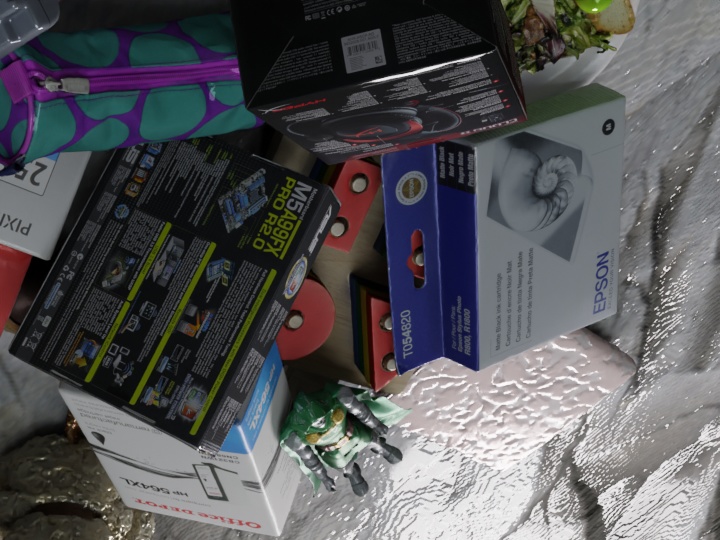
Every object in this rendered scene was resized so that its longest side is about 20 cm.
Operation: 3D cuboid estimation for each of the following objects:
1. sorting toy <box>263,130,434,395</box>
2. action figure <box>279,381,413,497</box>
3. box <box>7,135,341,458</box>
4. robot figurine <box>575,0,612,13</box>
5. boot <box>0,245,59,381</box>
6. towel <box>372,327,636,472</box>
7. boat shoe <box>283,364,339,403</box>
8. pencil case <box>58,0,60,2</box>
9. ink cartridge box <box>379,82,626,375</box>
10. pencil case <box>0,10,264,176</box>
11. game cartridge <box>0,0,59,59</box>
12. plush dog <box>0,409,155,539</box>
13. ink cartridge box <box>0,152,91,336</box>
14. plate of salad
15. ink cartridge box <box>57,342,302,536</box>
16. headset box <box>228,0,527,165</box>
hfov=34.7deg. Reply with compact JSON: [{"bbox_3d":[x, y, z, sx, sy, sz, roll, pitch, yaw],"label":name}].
[{"bbox_3d":[0.000,0.000,0.908,0.199,0.070,0.199,18,104,-29],"label":"sorting toy"},{"bbox_3d":[-0.017,0.135,0.930,0.118,0.055,0.200,-45,154,-4],"label":"action figure"},{"bbox_3d":[-0.128,0.005,0.806,0.160,0.201,0.044,23,170,15],"label":"box"},{"bbox_3d":[0.166,-0.254,0.722,0.199,0.116,0.176,-12,124,-13],"label":"robot figurine"},{"bbox_3d":[-0.204,0.001,0.914,0.166,0.072,0.200,-30,134,-1],"label":"boot"},{"bbox_3d":[0.138,0.106,1.114,0.200,0.032,0.191,29,120,-34],"label":"towel"},{"bbox_3d":[-0.026,0.053,0.999,0.073,0.063,0.200,34,98,-27],"label":"boat shoe"},{"bbox_3d":[-0.221,-0.194,0.709,0.200,0.088,0.087,-41,129,21],"label":"pencil case"},{"bbox_3d":[0.114,-0.024,0.883,0.199,0.041,0.200,-20,123,-23],"label":"ink cartridge box"},{"bbox_3d":[-0.150,-0.119,0.744,0.199,0.092,0.086,-17,101,-40],"label":"pencil case"},{"bbox_3d":[-0.254,-0.202,0.629,0.133,0.042,0.201,-16,104,42],"label":"game cartridge"},{"bbox_3d":[-0.262,0.230,1.022,0.199,0.172,0.161,12,127,-24],"label":"plush dog"},{"bbox_3d":[-0.307,-0.046,0.786,0.199,0.045,0.177,22,88,-31],"label":"ink cartridge box"},{"bbox_3d":[0.111,-0.182,0.830,0.199,0.048,0.201,-8,134,-8],"label":"plate of salad"},{"bbox_3d":[-0.132,0.123,0.908,0.145,0.085,0.200,8,145,13],"label":"ink cartridge box"},{"bbox_3d":[0.021,-0.129,0.730,0.148,0.075,0.200,-12,172,13],"label":"headset box"}]
